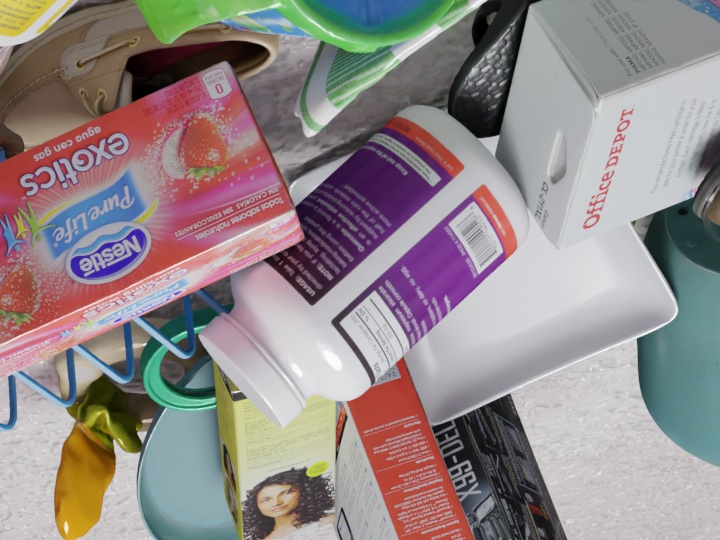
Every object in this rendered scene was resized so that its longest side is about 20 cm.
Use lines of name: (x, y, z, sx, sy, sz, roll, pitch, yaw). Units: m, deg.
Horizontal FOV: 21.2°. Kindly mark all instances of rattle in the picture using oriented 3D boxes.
rattle: (-0.120, 0.104, 1.391, 0.199, 0.143, 0.131, -2, 127, -3)

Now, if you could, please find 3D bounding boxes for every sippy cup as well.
sippy cup: (-0.031, -0.177, 0.988, 0.177, 0.140, 0.130, 5, 177, -34)

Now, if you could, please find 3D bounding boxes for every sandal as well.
sandal: (0.110, -0.164, 1.145, 0.075, 0.048, 0.201, 7, 129, -29)

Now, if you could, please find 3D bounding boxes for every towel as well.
towel: (0.052, -0.160, 1.045, 0.200, 0.153, 0.023, -31, 112, 28)

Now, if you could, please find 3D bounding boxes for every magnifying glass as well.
magnifying glass: (-0.056, 0.033, 1.280, 0.199, 0.022, 0.080, -28, 134, 11)

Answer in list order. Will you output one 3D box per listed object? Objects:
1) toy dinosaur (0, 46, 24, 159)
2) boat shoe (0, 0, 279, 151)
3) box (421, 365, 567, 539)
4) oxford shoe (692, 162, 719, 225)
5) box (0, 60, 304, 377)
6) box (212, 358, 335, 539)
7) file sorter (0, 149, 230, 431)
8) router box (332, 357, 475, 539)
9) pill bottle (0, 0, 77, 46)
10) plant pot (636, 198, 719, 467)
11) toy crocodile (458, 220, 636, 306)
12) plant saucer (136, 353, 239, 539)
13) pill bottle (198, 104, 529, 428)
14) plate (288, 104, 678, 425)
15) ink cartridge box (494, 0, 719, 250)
toy dinosaur: (-0.275, -0.083, 1.080, 0.199, 0.086, 0.135, -16, 165, 39)
boat shoe: (-0.134, -0.114, 1.121, 0.199, 0.069, 0.074, -26, 144, 21)
box: (0.083, 0.130, 1.397, 0.050, 0.201, 0.158, -26, 158, 14)
oxford shoe: (0.291, -0.062, 1.156, 0.199, 0.085, 0.073, -20, 151, -20)
box: (-0.141, -0.025, 1.080, 0.199, 0.095, 0.103, -25, 172, -2)
box: (-0.057, 0.113, 1.313, 0.075, 0.050, 0.200, -16, 143, -12)
file sorter: (-0.182, 0.002, 1.231, 0.199, 0.123, 0.139, -23, 145, 16)
router box: (0.023, 0.174, 1.320, 0.049, 0.180, 0.200, -16, 158, -13)
pill bottle: (-0.172, -0.186, 0.965, 0.112, 0.113, 0.200, 22, 134, -39)
plant pot: (0.279, 0.011, 1.321, 0.200, 0.201, 0.161, -14, 134, 5)
toy crocodile: (0.093, -0.026, 1.328, 0.199, 0.062, 0.068, -18, 107, 15)
plant saucer: (-0.081, 0.121, 1.399, 0.200, 0.027, 0.201, -23, 132, -28)
pill bottle: (0.000, 0.000, 1.169, 0.200, 0.112, 0.113, -42, 147, -10)
plate: (0.082, -0.018, 1.280, 0.199, 0.032, 0.200, -26, 104, 20)
ink cartridge box: (0.191, -0.114, 1.149, 0.199, 0.083, 0.146, -21, 150, -19)
